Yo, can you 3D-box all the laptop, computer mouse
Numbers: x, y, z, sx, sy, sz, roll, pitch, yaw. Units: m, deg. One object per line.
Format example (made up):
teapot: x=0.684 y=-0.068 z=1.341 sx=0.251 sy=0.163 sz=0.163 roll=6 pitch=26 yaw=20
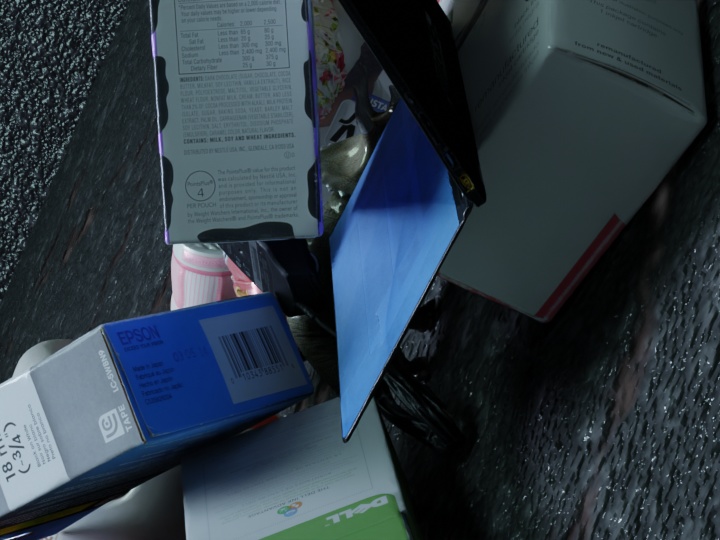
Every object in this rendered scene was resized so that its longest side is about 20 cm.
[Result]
laptop: x=-0.013 y=-0.069 z=0.942 sx=0.116 sy=0.200 sz=0.188 roll=-29 pitch=27 yaw=12
computer mouse: x=-0.012 y=0.018 z=1.064 sx=0.034 sy=0.200 sz=0.059 roll=-37 pitch=-22 yaw=-19

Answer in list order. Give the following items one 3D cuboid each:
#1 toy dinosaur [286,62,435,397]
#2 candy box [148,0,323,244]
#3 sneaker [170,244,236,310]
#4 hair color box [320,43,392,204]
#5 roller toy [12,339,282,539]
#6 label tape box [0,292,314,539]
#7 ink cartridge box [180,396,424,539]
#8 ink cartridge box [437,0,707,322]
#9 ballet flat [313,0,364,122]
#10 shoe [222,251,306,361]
toy dinosaur: x=0.000 y=0.000 z=1.132 sx=0.201 sy=0.102 sz=0.077 roll=-67 pitch=15 yaw=-1
candy box: x=-0.057 y=-0.117 z=0.965 sx=0.168 sy=0.071 sz=0.201 roll=-108 pitch=14 yaw=-86
sneaker: x=-0.092 y=-0.014 z=1.525 sx=0.200 sy=0.075 sz=0.105 roll=-65 pitch=-18 yaw=-60
hair color box: x=0.011 y=-0.127 z=1.254 sx=0.201 sy=0.111 sz=0.064 roll=-65 pitch=17 yaw=15
roller toy: x=-0.138 y=0.133 z=1.255 sx=0.140 sy=0.199 sz=0.182 roll=-70 pitch=18 yaw=5
label tape box: x=-0.144 y=0.085 z=1.065 sx=0.200 sy=0.144 sz=0.064 roll=-29 pitch=80 yaw=31
ink cartridge box: x=-0.023 y=0.131 z=0.964 sx=0.200 sy=0.103 sz=0.060 roll=-109 pitch=-2 yaw=-70
ink cartridge box: x=0.090 y=-0.101 z=0.995 sx=0.146 sy=0.085 sz=0.200 roll=-55 pitch=18 yaw=39
ballet flat: x=-0.025 y=-0.153 z=1.140 sx=0.076 sy=0.064 sz=0.201 roll=87 pitch=174 yaw=-46
shoe: x=-0.052 y=0.017 z=1.346 sx=0.200 sy=0.071 sz=0.091 roll=73 pitch=-170 yaw=-85
